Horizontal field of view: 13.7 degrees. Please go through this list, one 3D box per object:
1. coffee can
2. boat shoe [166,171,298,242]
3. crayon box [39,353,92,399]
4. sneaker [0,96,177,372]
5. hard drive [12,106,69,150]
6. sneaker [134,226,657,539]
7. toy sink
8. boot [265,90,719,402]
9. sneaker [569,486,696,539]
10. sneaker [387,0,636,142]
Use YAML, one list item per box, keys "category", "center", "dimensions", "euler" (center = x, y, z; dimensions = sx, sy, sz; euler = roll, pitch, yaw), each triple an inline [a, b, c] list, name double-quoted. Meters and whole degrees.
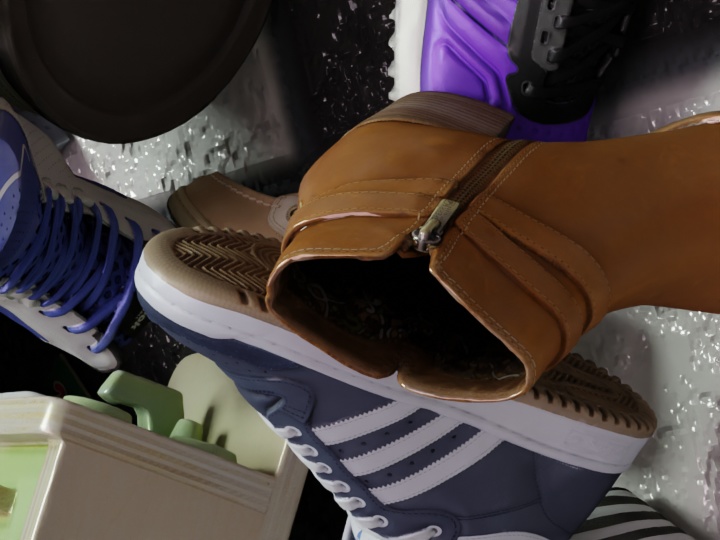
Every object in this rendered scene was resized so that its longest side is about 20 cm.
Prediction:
- category: "coffee can"
  center: [-0.151, -0.146, 1.211]
  dimensions: [0.200, 0.146, 0.147]
  euler: [21, 114, 40]
- category: "boat shoe"
  center: [0.000, 0.000, 1.162]
  dimensions: [0.200, 0.071, 0.065]
  euler: [33, 86, 45]
- category: "crayon box"
  center: [-0.160, 0.149, 1.358]
  dimensions: [0.127, 0.051, 0.200]
  euler: [52, 130, 24]
- category: "sneaker"
  center: [-0.120, -0.016, 1.143]
  dimensions: [0.081, 0.115, 0.199]
  euler: [-62, 8, -1]
- category: "hard drive"
  center: [-0.238, -0.063, 1.278]
  dimensions: [0.135, 0.200, 0.042]
  euler: [47, 132, 25]
- category: "sneaker"
  center: [-0.004, 0.062, 1.025]
  dimensions: [0.109, 0.200, 0.070]
  euler: [-60, 29, 19]
- category: "toy sink"
  center: [-0.110, 0.110, 1.179]
  dimensions: [0.130, 0.112, 0.200]
  euler: [-5, 65, 61]
- category: "boot"
  center: [0.074, -0.004, 0.978]
  dimensions: [0.200, 0.155, 0.077]
  euler: [17, 115, 9]
- category: "sneaker"
  center: [0.049, 0.163, 1.107]
  dimensions: [0.201, 0.076, 0.115]
  euler: [-45, 48, 3]
- category: "sneaker"
  center: [0.066, -0.100, 1.062]
  dimensions: [0.099, 0.070, 0.200]
  euler: [0, 100, 42]
